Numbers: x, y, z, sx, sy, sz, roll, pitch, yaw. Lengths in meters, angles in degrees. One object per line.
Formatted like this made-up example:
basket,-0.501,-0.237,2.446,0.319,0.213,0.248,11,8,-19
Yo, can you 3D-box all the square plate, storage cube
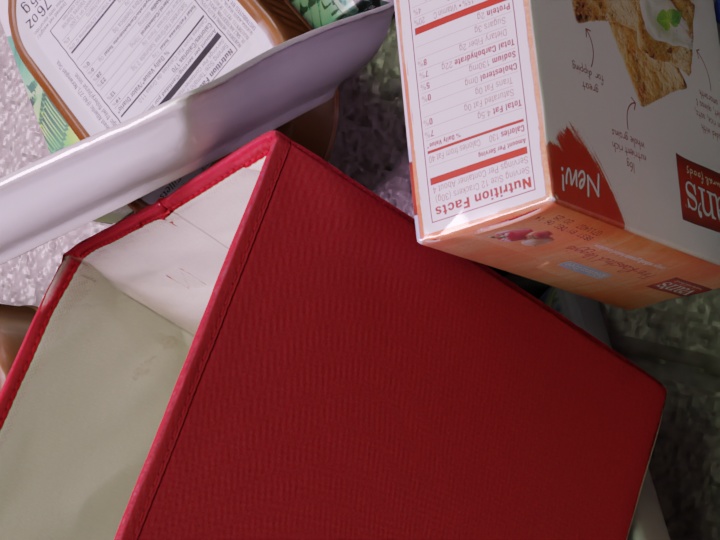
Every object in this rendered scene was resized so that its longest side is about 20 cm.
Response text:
square plate,-0.095,-0.040,0.772,0.200,0.198,0.029,-23,96,27
storage cube,-0.029,0.090,0.704,0.171,0.180,0.200,-24,41,53

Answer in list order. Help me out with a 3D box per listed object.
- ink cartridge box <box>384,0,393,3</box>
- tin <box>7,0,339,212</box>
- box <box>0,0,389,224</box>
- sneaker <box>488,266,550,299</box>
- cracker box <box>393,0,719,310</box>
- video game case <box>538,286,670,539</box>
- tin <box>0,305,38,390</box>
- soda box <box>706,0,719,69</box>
ink cartridge box,0.034,-0.210,0.808,0.084,0.144,0.201,-9,80,35
tin,-0.089,-0.098,0.902,0.112,0.042,0.200,-50,59,19
box,-0.084,-0.133,0.952,0.200,0.036,0.145,-35,67,29
sneaker,0.000,0.000,0.861,0.200,0.075,0.116,-48,60,23
cracker box,0.071,-0.096,0.699,0.058,0.134,0.201,-16,71,35
video game case,0.042,0.119,0.782,0.182,0.022,0.200,-48,24,22
tin,-0.200,0.075,0.967,0.200,0.042,0.112,-10,78,55
soda box,0.203,-0.092,0.729,0.200,0.063,0.068,-2,85,35
